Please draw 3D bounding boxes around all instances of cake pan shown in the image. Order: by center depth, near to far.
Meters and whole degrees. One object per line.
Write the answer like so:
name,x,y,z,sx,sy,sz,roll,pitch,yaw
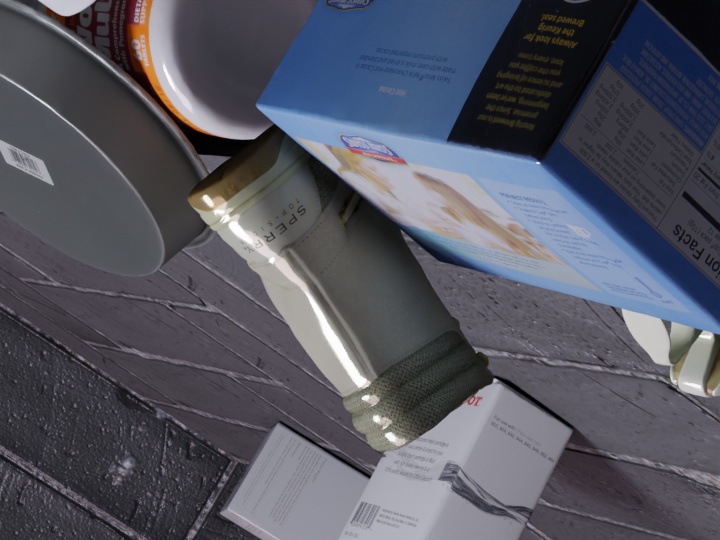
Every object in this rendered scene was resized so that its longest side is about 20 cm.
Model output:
cake pan,-0.164,-0.068,1.318,0.200,0.037,0.201,31,157,15

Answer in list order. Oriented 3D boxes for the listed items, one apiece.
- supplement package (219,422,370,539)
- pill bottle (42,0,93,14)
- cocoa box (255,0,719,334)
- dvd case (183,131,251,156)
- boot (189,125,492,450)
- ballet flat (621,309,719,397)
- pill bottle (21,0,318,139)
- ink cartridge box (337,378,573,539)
supplement package,-0.048,0.285,2.962,0.199,0.122,0.120,32,168,-2
pill bottle,-0.188,-0.209,1.140,0.200,0.120,0.119,36,168,-23
cocoa box,0.081,-0.074,1.026,0.133,0.132,0.200,39,167,-34
dvd case,-0.122,-0.098,1.467,0.142,0.018,0.200,4,-165,-20
boot,0.000,0.000,1.172,0.155,0.072,0.200,54,-166,-3
ballet flat,0.182,0.027,1.358,0.067,0.071,0.200,19,164,44
pill bottle,-0.103,-0.130,1.322,0.109,0.110,0.200,38,167,-31
ink cartridge box,0.068,0.190,2.037,0.084,0.201,0.145,32,169,-21
